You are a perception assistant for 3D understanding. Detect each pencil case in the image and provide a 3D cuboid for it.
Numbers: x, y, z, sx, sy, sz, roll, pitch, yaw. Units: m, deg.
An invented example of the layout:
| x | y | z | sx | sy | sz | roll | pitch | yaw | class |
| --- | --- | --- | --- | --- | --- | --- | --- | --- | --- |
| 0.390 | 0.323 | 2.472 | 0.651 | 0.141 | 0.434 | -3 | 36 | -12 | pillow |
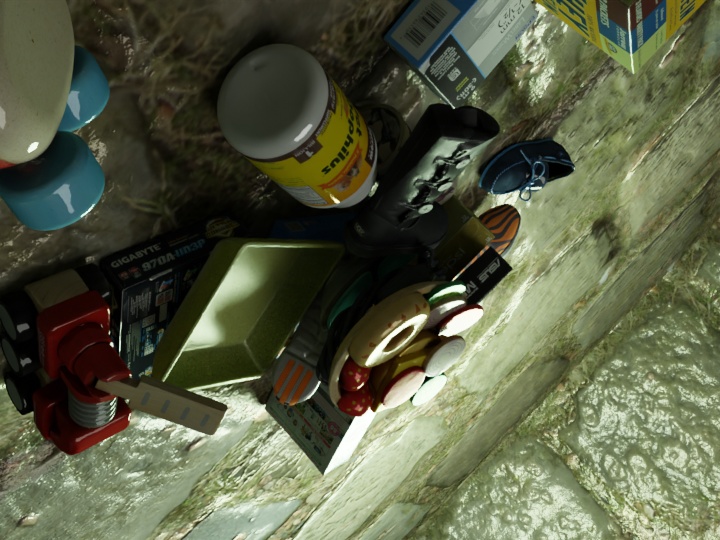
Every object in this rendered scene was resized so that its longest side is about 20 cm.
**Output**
| x | y | z | sx | sy | sz | roll | pitch | yaw | class |
| --- | --- | --- | --- | --- | --- | --- | --- | --- | --- |
| 0.050 | -0.138 | 1.040 | 0.077 | 0.090 | 0.200 | -22 | 163 | 21 | pencil case |

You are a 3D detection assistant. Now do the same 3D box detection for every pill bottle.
| x | y | z | sx | sy | sz | roll | pitch | yaw | class |
| --- | --- | --- | --- | --- | --- | --- | --- | --- | --- |
| -0.050 | -0.129 | 0.856 | 0.109 | 0.109 | 0.200 | -46 | 156 | 3 | pill bottle |

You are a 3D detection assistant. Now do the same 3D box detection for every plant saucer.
| x | y | z | sx | sy | sz | roll | pitch | yaw | class |
| --- | --- | --- | --- | --- | --- | --- | --- | --- | --- |
| -0.128 | 0.037 | 0.944 | 0.200 | 0.048 | 0.200 | -56 | 156 | 18 | plant saucer |

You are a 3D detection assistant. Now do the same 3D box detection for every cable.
| x | y | z | sx | sy | sz | roll | pitch | yaw | class |
| --- | --- | --- | --- | --- | --- | --- | --- | --- | --- |
| 0.020 | 0.058 | 1.028 | 0.200 | 0.051 | 0.163 | -45 | 168 | -11 | cable |

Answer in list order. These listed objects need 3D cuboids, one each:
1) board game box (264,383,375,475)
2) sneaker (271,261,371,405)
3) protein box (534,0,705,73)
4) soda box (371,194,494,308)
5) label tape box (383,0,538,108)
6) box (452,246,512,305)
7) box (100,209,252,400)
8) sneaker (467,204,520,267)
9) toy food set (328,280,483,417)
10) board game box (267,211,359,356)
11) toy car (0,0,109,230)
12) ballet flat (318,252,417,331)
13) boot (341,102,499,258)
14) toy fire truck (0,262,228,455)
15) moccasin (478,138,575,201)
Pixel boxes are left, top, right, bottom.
| x | y | z | sx | sy | sz | roll | pitch | yaw | class |
| --- | --- | --- | --- | --- | --- | --- | --- | --- | --- |
| -0.050 | 0.184 | 1.303 | 0.064 | 0.148 | 0.201 | -20 | 147 | -46 | board game box |
| -0.052 | 0.078 | 1.102 | 0.201 | 0.077 | 0.112 | -54 | 179 | -12 | sneaker |
| 0.270 | -0.357 | 0.890 | 0.199 | 0.200 | 0.135 | -46 | 155 | 2 | protein box |
| 0.076 | -0.004 | 1.141 | 0.200 | 0.064 | 0.068 | -47 | 140 | 8 | soda box |
| 0.126 | -0.261 | 0.980 | 0.143 | 0.066 | 0.200 | -49 | 154 | 9 | label tape box |
| 0.115 | 0.053 | 1.152 | 0.193 | 0.048 | 0.200 | -43 | 174 | 3 | box |
| -0.206 | 0.042 | 0.957 | 0.158 | 0.046 | 0.201 | -27 | 150 | -35 | box |
| 0.169 | -0.040 | 1.359 | 0.200 | 0.078 | 0.112 | -44 | 157 | -3 | sneaker |
| 0.051 | 0.088 | 0.971 | 0.197 | 0.049 | 0.201 | -13 | 138 | -40 | toy food set |
| -0.066 | 0.020 | 1.131 | 0.199 | 0.056 | 0.197 | -11 | 139 | -51 | board game box |
| -0.280 | -0.119 | 0.515 | 0.198 | 0.178 | 0.185 | -15 | 140 | 3 | toy car |
| 0.000 | 0.000 | 1.044 | 0.200 | 0.063 | 0.068 | -42 | 148 | -34 | ballet flat |
| 0.085 | -0.102 | 0.963 | 0.164 | 0.066 | 0.200 | -19 | 153 | -45 | boot |
| -0.238 | 0.114 | 0.832 | 0.128 | 0.200 | 0.177 | -25 | 149 | -35 | toy fire truck |
| 0.268 | -0.159 | 1.354 | 0.199 | 0.068 | 0.081 | -26 | 150 | -35 | moccasin |
